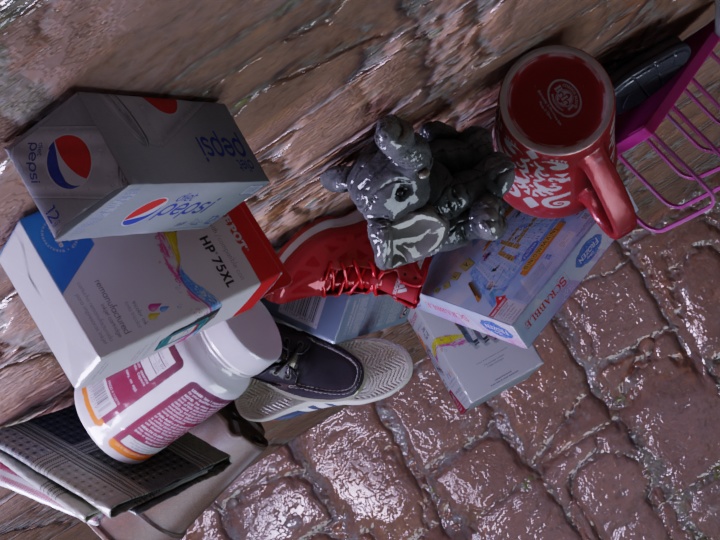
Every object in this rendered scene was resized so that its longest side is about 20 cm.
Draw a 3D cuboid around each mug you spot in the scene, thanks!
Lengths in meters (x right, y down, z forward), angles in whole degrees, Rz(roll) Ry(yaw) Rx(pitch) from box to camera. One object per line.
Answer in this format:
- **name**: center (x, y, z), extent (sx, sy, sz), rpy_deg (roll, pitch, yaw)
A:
- **mug**: center (0.209, -0.130, 1.608), extent (0.134, 0.177, 0.200), rpy_deg (-64, 170, -9)

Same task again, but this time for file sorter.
- **file sorter**: center (0.365, -0.158, 1.835), extent (0.200, 0.125, 0.139), rpy_deg (-52, -170, -28)

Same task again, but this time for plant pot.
- **plant pot**: center (-0.229, 0.216, 1.960), extent (0.198, 0.200, 0.200), rpy_deg (-40, 170, 7)

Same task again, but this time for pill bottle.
- **pill bottle**: center (-0.185, 0.103, 1.688), extent (0.200, 0.114, 0.114), rpy_deg (-35, 171, 22)

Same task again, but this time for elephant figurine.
- **elephant figurine**: center (0.033, -0.075, 1.496), extent (0.141, 0.155, 0.200), rpy_deg (18, -164, 40)

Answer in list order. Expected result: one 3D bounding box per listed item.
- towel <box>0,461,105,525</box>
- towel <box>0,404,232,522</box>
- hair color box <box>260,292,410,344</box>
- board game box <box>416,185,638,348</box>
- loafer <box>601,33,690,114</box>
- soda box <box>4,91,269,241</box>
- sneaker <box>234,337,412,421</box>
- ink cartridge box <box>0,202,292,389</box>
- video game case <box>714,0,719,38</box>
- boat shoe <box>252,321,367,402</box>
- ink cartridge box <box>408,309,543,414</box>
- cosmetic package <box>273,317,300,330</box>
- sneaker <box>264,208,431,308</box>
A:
- **towel**: center (-0.292, 0.210, 1.786), extent (0.200, 0.146, 0.030), rpy_deg (-35, 139, -58)
- **towel**: center (-0.268, 0.199, 1.755), extent (0.192, 0.200, 0.035), rpy_deg (-17, 123, -50)
- **hair color box**: center (-0.020, 0.025, 1.834), extent (0.200, 0.099, 0.061), rpy_deg (-11, 123, -66)
- **board game box**: center (0.159, -0.025, 1.749), extent (0.200, 0.041, 0.199), rpy_deg (-49, -142, -17)
- **loafer**: center (0.257, -0.195, 1.767), extent (0.200, 0.063, 0.072), rpy_deg (-37, 156, 6)
- **soda box**: center (-0.136, -0.067, 1.053), extent (0.063, 0.068, 0.200), rpy_deg (-34, 171, 20)
- **sneaker**: center (-0.039, 0.118, 1.827), extent (0.200, 0.075, 0.085), rpy_deg (-11, 177, 7)
- **ink cartridge box**: center (-0.142, -0.011, 1.190), extent (0.200, 0.116, 0.067), rpy_deg (-27, 170, -34)
- **video game case**: center (0.453, -0.325, 1.719), extent (0.200, 0.018, 0.143), rpy_deg (-38, 166, 4)
- **boat shoe**: center (-0.092, 0.090, 1.754), extent (0.065, 0.200, 0.072), rpy_deg (50, 60, -83)
- **ink cartridge box**: center (0.187, 0.113, 2.754), extent (0.145, 0.200, 0.145), rpy_deg (-28, 170, -8)
- **cosmetic package**: center (-0.131, 0.084, 1.892), extent (0.113, 0.081, 0.200), rpy_deg (-31, 172, 1)
- **sneaker**: center (0.000, 0.000, 1.695), extent (0.200, 0.116, 0.078), rpy_deg (-33, 151, -37)
